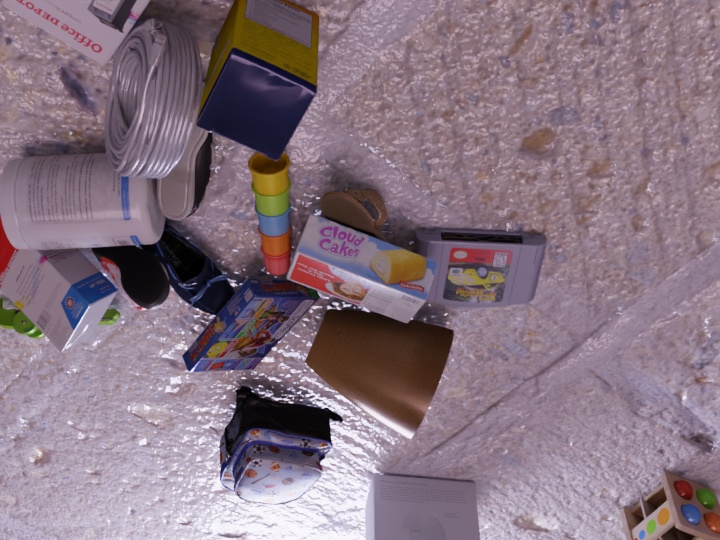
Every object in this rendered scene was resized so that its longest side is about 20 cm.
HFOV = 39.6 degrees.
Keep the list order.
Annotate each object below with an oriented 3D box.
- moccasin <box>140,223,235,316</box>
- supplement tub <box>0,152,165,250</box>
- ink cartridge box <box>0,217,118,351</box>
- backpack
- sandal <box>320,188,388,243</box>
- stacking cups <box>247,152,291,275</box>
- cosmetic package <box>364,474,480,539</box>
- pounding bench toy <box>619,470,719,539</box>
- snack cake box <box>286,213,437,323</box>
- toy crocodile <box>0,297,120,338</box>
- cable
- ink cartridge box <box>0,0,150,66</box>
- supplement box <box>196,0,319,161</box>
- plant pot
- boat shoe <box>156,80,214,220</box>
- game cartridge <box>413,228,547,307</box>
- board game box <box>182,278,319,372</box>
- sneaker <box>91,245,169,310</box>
[{"bbox_3d":[-0.256,0.006,1.497,0.200,0.081,0.068,43,163,-31],"label":"moccasin"},{"bbox_3d":[-0.381,-0.097,1.387,0.199,0.132,0.132,-2,130,2],"label":"supplement tub"},{"bbox_3d":[-0.468,0.007,1.483,0.200,0.067,0.116,44,124,8],"label":"ink cartridge box"},{"bbox_3d":[-0.154,0.318,1.728,0.199,0.155,0.191,17,138,-19],"label":"backpack"},{"bbox_3d":[0.006,-0.084,1.451,0.077,0.070,0.212,10,157,27],"label":"sandal"},{"bbox_3d":[-0.122,-0.078,1.454,0.060,0.061,0.201,-3,132,2],"label":"stacking cups"},{"bbox_3d":[0.113,0.499,1.850,0.198,0.200,0.123,6,133,-5],"label":"cosmetic package"},{"bbox_3d":[0.629,0.491,1.896,0.199,0.124,0.156,23,126,-19],"label":"pounding bench toy"},{"bbox_3d":[0.000,0.000,1.465,0.199,0.067,0.115,21,159,-4],"label":"snack cake box"},{"bbox_3d":[-0.481,0.071,1.579,0.199,0.062,0.068,-4,170,0],"label":"toy crocodile"},{"bbox_3d":[-0.264,-0.215,1.250,0.069,0.200,0.201,5,104,-30],"label":"cable"},{"bbox_3d":[-0.312,-0.367,1.188,0.147,0.086,0.200,30,123,-23],"label":"ink cartridge box"},{"bbox_3d":[-0.121,-0.246,1.215,0.109,0.200,0.110,22,126,-18],"label":"supplement box"},{"bbox_3d":[0.021,0.141,1.581,0.199,0.187,0.187,24,128,0],"label":"plant pot"},{"bbox_3d":[-0.233,-0.169,1.370,0.074,0.060,0.201,14,111,16],"label":"boat shoe"},{"bbox_3d":[0.178,-0.001,1.535,0.199,0.041,0.133,2,134,-2],"label":"game cartridge"},{"bbox_3d":[-0.172,0.089,1.567,0.135,0.035,0.200,4,139,-47],"label":"board game box"},{"bbox_3d":[-0.316,0.023,1.465,0.067,0.201,0.108,-40,135,-15],"label":"sneaker"}]
